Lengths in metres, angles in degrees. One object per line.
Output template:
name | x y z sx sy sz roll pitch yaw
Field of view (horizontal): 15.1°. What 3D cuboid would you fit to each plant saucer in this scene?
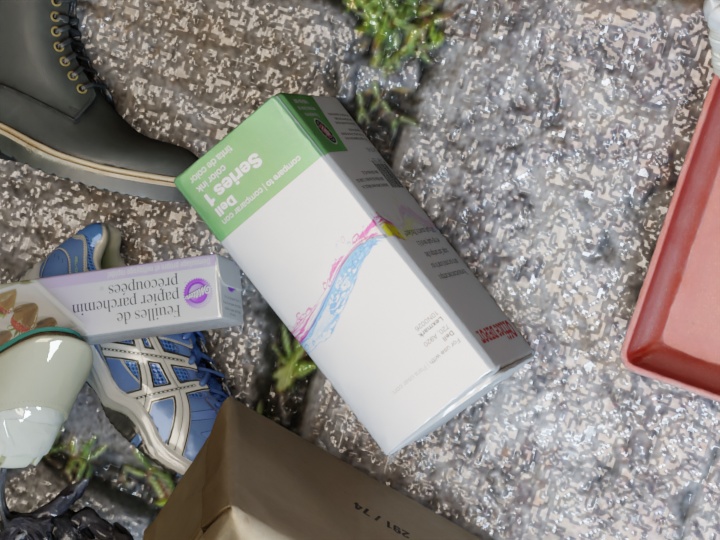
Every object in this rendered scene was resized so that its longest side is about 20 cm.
plant saucer | 0.274 -0.007 1.562 0.200 0.037 0.200 19 96 12

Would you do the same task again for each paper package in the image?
paper package | -0.015 0.184 1.523 0.200 0.191 0.104 31 102 -11

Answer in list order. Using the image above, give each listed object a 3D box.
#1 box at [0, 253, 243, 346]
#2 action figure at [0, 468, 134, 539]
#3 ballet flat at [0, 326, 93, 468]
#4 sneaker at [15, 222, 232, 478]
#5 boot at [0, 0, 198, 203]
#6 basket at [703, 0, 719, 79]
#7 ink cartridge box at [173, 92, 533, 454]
box | -0.169 0.024 1.592 0.200 0.041 0.039 -8 82 17
action figure | -0.165 0.206 1.630 0.200 0.102 0.119 41 111 7
ballet flat | -0.214 0.096 1.612 0.200 0.069 0.070 -35 83 50
sneaker | -0.120 0.055 1.627 0.200 0.076 0.077 43 104 6
boot | -0.171 -0.125 1.637 0.200 0.077 0.139 18 90 10
basket | 0.308 -0.167 1.466 0.198 0.161 0.200 23 82 11
ink cartridge box | 0.000 0.000 1.564 0.084 0.145 0.200 -39 84 11
